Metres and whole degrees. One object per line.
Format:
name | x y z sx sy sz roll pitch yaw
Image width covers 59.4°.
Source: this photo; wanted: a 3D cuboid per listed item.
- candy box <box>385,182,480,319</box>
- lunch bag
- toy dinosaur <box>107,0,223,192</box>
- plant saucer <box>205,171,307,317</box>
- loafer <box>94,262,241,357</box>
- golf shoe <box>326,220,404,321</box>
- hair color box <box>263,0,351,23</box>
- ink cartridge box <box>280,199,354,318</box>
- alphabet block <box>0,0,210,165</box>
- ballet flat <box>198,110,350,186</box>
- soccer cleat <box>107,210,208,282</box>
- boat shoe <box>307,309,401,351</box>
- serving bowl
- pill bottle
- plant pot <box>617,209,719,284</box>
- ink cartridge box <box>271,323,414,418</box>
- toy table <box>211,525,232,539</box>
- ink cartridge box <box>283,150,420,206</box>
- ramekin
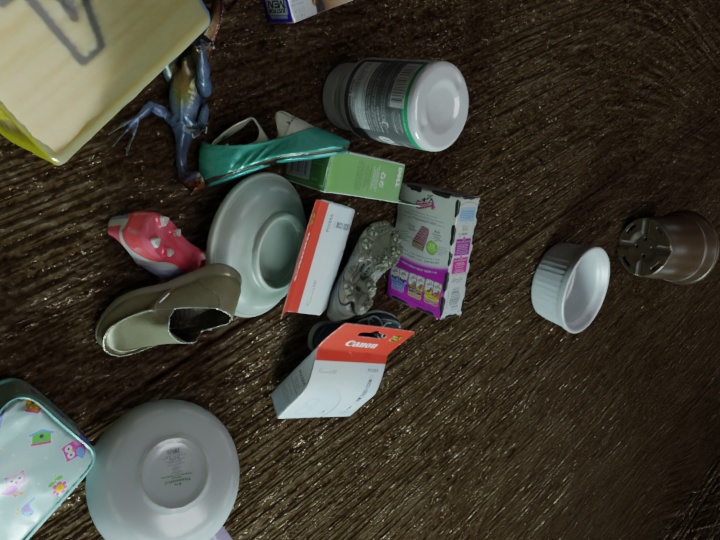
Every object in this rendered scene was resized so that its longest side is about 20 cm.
candy box | 0.119 -0.037 1.065 0.060 0.135 0.204 -8 111 -42
lunch bag | -0.413 0.238 0.709 0.200 0.076 0.161 -47 133 -20
toy dinosaur | -0.194 -0.195 0.752 0.201 0.104 0.183 -51 158 -38
plant saucer | -0.124 -0.030 0.865 0.199 0.050 0.204 -31 127 -50
loafer | -0.233 0.058 0.760 0.197 0.069 0.076 -26 139 9
golf shoe | 0.000 0.000 1.023 0.078 0.097 0.201 41 50 -7
hair color box | -0.083 -0.426 0.783 0.109 0.064 0.203 -33 127 -30
ink cartridge box | -0.055 -0.016 0.889 0.200 0.046 0.163 -62 169 -85
alphabet block | -0.292 -0.245 0.564 0.201 0.194 0.197 -49 130 -16
ballet flat | -0.114 -0.161 0.795 0.196 0.067 0.072 -13 101 3
soccer cleat | -0.238 -0.009 0.801 0.201 0.075 0.068 62 41 -57
boat shoe | 0.004 0.109 1.062 0.198 0.061 0.076 2 102 -44
serving bowl | -0.244 0.262 0.809 0.197 0.066 0.204 12 64 -25
pill bottle | 0.042 -0.234 0.874 0.112 0.199 0.115 -16 116 -37
plant pot | 0.802 -0.060 1.670 0.195 0.199 0.204 -2 107 -35
ink cartridge box | -0.021 0.162 0.987 0.158 0.048 0.200 11 135 -44
toy table | -0.246 0.416 0.875 0.117 0.181 0.203 -44 120 -42
ink cartridge box | -0.004 -0.143 0.932 0.198 0.103 0.060 3 104 -43
ramekin | 0.483 0.033 1.459 0.198 0.097 0.204 -17 117 -37
